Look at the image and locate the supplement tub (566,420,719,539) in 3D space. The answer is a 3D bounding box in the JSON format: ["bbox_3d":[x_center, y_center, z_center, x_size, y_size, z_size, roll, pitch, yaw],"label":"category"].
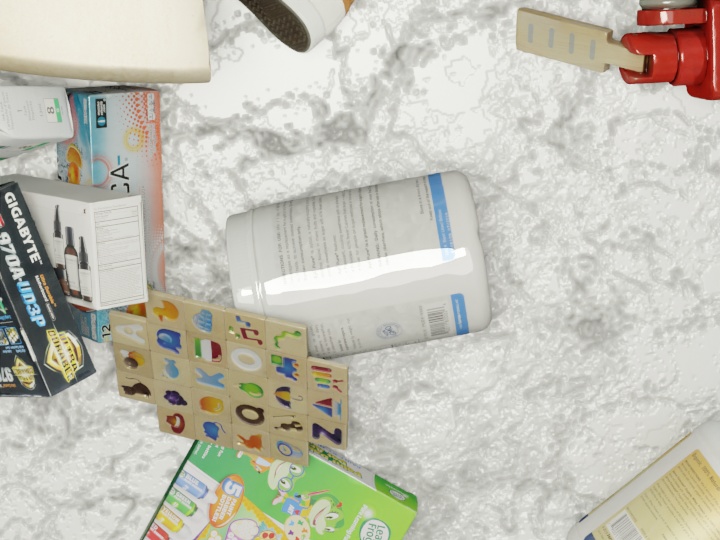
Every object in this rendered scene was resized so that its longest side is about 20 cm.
[{"bbox_3d":[0.284,0.216,1.334,0.199,0.144,0.145,-39,98,8],"label":"supplement tub"}]

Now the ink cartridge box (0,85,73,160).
[{"bbox_3d":[-0.340,-0.100,1.228,0.159,0.199,0.051,-13,91,29],"label":"ink cartridge box"}]

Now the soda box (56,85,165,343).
[{"bbox_3d":[-0.203,-0.047,1.317,0.068,0.063,0.203,-8,103,-36],"label":"soda box"}]

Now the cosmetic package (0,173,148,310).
[{"bbox_3d":[-0.241,-0.026,1.273,0.050,0.199,0.084,-9,102,-38],"label":"cosmetic package"}]

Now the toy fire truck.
[{"bbox_3d":[0.230,-0.222,1.273,0.197,0.129,0.179,-5,101,-9],"label":"toy fire truck"}]

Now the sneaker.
[{"bbox_3d":[-0.085,-0.267,1.294,0.200,0.073,0.085,46,64,0],"label":"sneaker"}]

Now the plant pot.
[{"bbox_3d":[-0.225,-0.232,1.201,0.175,0.200,0.203,-10,102,-15],"label":"plant pot"}]

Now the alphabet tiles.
[{"bbox_3d":[-0.104,0.088,1.289,0.197,0.006,0.168,12,136,11],"label":"alphabet tiles"}]

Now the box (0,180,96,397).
[{"bbox_3d":[-0.298,0.020,1.283,0.046,0.199,0.161,-27,102,-34],"label":"box"}]

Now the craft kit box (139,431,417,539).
[{"bbox_3d":[-0.082,0.238,1.395,0.196,0.049,0.202,28,100,-7],"label":"craft kit box"}]

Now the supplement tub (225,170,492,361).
[{"bbox_3d":[0.000,0.000,1.302,0.197,0.132,0.134,-9,101,3],"label":"supplement tub"}]
